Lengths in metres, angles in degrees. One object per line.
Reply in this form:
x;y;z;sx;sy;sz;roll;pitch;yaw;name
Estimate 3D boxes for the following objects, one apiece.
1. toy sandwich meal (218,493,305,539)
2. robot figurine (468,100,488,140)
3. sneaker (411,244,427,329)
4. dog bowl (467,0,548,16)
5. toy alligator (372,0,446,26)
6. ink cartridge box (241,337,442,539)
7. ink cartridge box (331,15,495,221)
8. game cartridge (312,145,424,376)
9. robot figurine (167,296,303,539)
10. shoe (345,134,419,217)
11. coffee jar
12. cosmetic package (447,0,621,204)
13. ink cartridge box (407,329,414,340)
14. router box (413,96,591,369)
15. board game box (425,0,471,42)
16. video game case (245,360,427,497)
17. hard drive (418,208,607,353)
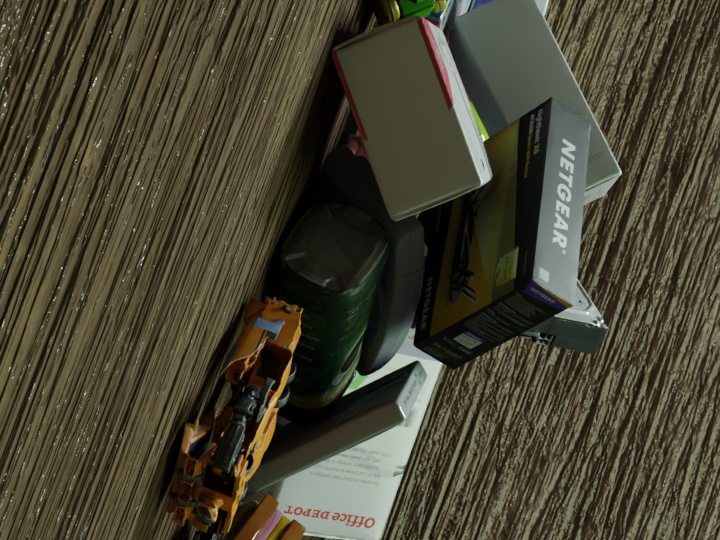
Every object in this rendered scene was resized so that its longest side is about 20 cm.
-0.119;0.284;1.604;0.206;0.070;0.205;-58;173;-11;toy sandwich meal
0.079;-0.111;2.110;0.175;0.115;0.201;27;91;-45;robot figurine
0.057;0.020;1.818;0.199;0.084;0.081;1;147;-42;sneaker
0.143;-0.305;2.024;0.200;0.078;0.202;-165;-90;-78;dog bowl
0.037;-0.238;1.604;0.200;0.059;0.055;113;-46;-85;toy alligator
-0.024;0.159;1.856;0.084;0.145;0.202;34;-74;54;ink cartridge box
0.047;-0.128;1.547;0.200;0.082;0.148;-35;105;-81;ink cartridge box
0.000;0.000;1.682;0.040;0.133;0.201;-26;149;-31;game cartridge
-0.098;0.120;1.440;0.201;0.058;0.146;-66;173;-50;robot figurine
0.036;-0.107;1.771;0.200;0.090;0.072;-51;164;-56;shoe
-0.038;0.041;1.628;0.105;0.085;0.201;-55;166;-41;coffee jar
0.161;-0.154;1.769;0.108;0.084;0.202;106;-41;-82;cosmetic package
0.041;0.002;1.954;0.201;0.144;0.084;102;-28;-58;ink cartridge box
0.125;-0.032;1.636;0.157;0.052;0.202;-32;-142;43;router box
0.069;-0.264;1.806;0.196;0.055;0.201;103;8;-58;board game box
-0.039;0.148;1.670;0.199;0.022;0.182;-27;-176;11;video game case
0.139;-0.004;1.780;0.038;0.138;0.201;-63;-150;27;hard drive
